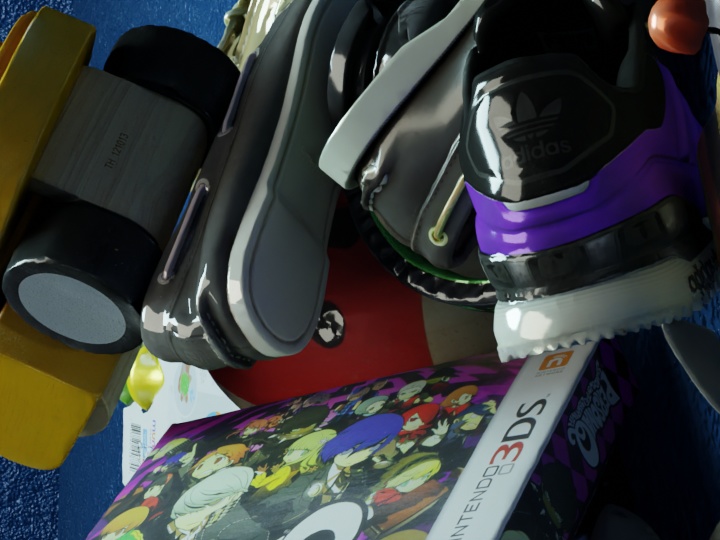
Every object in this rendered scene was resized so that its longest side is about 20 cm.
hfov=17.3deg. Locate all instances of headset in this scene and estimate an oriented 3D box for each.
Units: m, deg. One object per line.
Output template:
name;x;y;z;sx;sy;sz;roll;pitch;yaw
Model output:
headset;0.037;-0.086;0.848;0.094;0.123;0.201;19;-123;-57

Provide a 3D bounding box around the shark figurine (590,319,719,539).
shark figurine;0.094;0.102;0.725;0.215;0.089;0.129;112;153;-64

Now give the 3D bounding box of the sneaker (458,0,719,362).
sneaker;0.072;-0.043;0.694;0.200;0.069;0.100;-38;-69;-74

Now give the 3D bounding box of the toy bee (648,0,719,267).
toy bee;0.113;-0.058;0.583;0.131;0.108;0.200;-103;18;-50

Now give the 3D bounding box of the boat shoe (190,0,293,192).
boat shoe;-0.045;-0.075;1.019;0.063;0.073;0.200;38;146;14

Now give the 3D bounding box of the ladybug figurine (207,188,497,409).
ladybug figurine;0.000;0.000;0.943;0.200;0.072;0.136;-6;61;37

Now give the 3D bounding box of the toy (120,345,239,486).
toy;-0.053;0.055;1.101;0.200;0.047;0.116;5;93;57

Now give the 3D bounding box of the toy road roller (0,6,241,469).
toy road roller;-0.142;-0.026;0.934;0.200;0.146;0.123;120;172;-58

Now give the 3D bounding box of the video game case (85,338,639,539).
video game case;-0.018;0.097;0.827;0.036;0.199;0.181;64;-147;-20

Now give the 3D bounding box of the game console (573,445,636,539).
game console;0.017;0.168;0.849;0.172;0.118;0.201;-39;48;37

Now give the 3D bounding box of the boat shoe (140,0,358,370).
boat shoe;-0.033;-0.046;0.890;0.067;0.057;0.200;55;-141;-36

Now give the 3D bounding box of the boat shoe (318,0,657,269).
boat shoe;0.070;-0.087;0.773;0.201;0.061;0.072;-49;-9;23
